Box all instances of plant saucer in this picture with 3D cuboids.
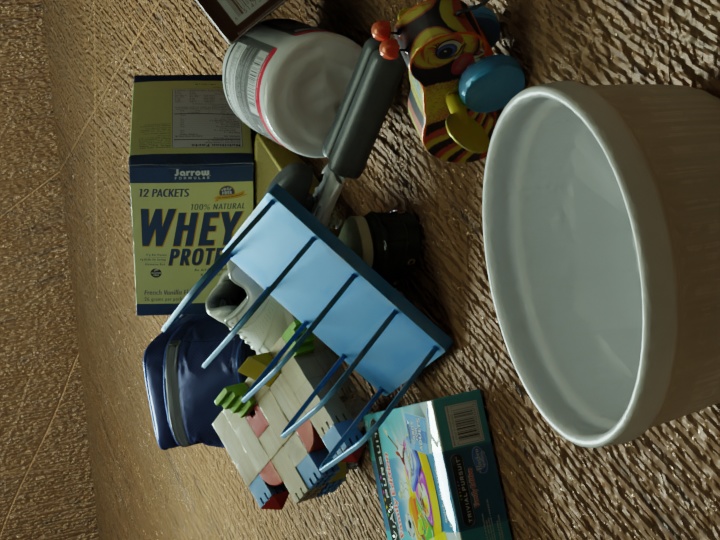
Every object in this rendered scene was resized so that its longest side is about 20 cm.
[{"bbox_3d":[-0.057,-0.016,1.609,0.200,0.048,0.201,-124,29,-52],"label":"plant saucer"}]

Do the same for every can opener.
[{"bbox_3d":[-0.022,-0.105,1.333,0.201,0.066,0.053,-62,26,22],"label":"can opener"}]

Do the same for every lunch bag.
[{"bbox_3d":[-0.165,0.116,1.775,0.200,0.131,0.137,-45,-48,-70],"label":"lunch bag"}]

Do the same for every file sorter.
[{"bbox_3d":[-0.052,0.057,1.335,0.200,0.123,0.139,41,151,-3],"label":"file sorter"}]

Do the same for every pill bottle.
[{"bbox_3d":[-0.064,-0.174,1.443,0.200,0.110,0.112,-144,47,-66],"label":"pill bottle"}]

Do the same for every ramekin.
[{"bbox_3d":[0.154,-0.009,0.869,0.200,0.104,0.202,171,90,-72],"label":"ramekin"}]

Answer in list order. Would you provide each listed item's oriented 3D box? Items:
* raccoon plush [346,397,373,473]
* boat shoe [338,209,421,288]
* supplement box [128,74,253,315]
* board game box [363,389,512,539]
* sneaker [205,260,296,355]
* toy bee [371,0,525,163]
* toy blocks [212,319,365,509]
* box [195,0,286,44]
[{"bbox_3d":[-0.043,0.137,1.623,0.200,0.096,0.135,-40,54,41],"label":"raccoon plush"},{"bbox_3d":[0.001,0.003,1.413,0.201,0.063,0.074,130,129,-63],"label":"boat shoe"},{"bbox_3d":[-0.189,-0.087,1.767,0.200,0.133,0.201,-99,10,-55],"label":"supplement box"},{"bbox_3d":[0.064,0.189,1.346,0.200,0.047,0.152,151,108,-71],"label":"board game box"},{"bbox_3d":[-0.104,0.037,1.532,0.201,0.099,0.078,94,161,-47],"label":"sneaker"},{"bbox_3d":[0.055,-0.154,1.092,0.131,0.108,0.201,-122,28,-53],"label":"toy bee"},{"bbox_3d":[-0.060,0.157,1.500,0.137,0.099,0.200,57,132,21],"label":"toy blocks"},{"bbox_3d":[-0.103,-0.266,1.427,0.075,0.100,0.200,52,-176,-13],"label":"box"}]
